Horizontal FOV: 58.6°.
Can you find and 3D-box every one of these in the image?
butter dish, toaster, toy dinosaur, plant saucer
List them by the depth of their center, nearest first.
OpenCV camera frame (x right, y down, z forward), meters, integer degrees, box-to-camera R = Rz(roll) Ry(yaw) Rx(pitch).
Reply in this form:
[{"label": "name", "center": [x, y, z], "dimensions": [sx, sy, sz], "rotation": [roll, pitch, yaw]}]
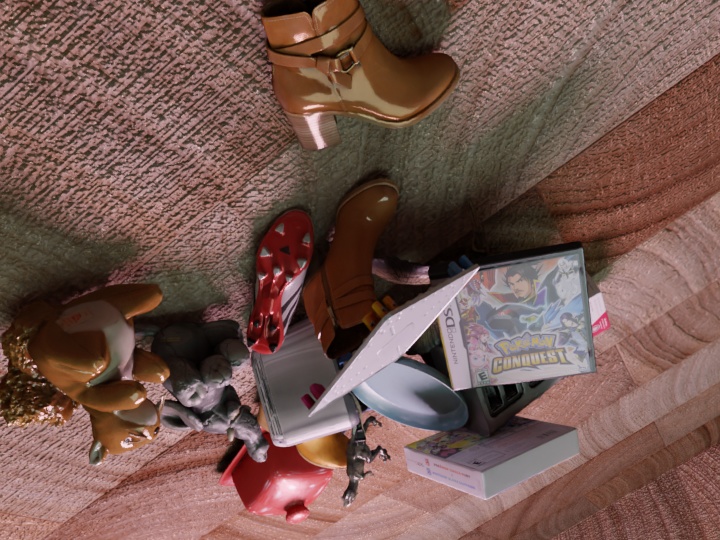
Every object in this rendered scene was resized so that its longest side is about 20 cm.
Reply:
[{"label": "toaster", "center": [-0.079, 0.168, 0.929], "dimensions": [0.126, 0.204, 0.114], "rotation": [-17, 173, -3]}, {"label": "plant saucer", "center": [0.073, 0.184, 0.981], "dimensions": [0.196, 0.028, 0.202], "rotation": [18, 146, 12]}, {"label": "toaster", "center": [0.210, 0.126, 0.997], "dimensions": [0.179, 0.118, 0.204], "rotation": [-29, 111, -22]}, {"label": "toy dinosaur", "center": [0.004, 0.282, 1.042], "dimensions": [0.047, 0.205, 0.087], "rotation": [1, -177, 45]}, {"label": "butter dish", "center": [-0.132, 0.386, 1.172], "dimensions": [0.196, 0.149, 0.201], "rotation": [11, 129, -36]}]

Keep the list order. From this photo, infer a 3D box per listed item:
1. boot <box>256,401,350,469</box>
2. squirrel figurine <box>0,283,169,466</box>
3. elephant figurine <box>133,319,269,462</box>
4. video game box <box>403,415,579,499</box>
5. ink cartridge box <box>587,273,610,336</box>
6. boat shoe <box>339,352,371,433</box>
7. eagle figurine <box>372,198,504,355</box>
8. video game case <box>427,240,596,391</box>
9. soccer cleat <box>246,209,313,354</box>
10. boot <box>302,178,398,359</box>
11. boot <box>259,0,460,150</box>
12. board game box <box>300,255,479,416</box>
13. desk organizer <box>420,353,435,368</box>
[{"label": "boot", "center": [-0.071, 0.234, 1.037], "dimensions": [0.198, 0.071, 0.146], "rotation": [26, 126, -1]}, {"label": "squirrel figurine", "center": [-0.324, 0.131, 0.762], "dimensions": [0.195, 0.143, 0.190], "rotation": [0, 123, 7]}, {"label": "elephant figurine", "center": [-0.215, 0.172, 0.883], "dimensions": [0.139, 0.156, 0.203], "rotation": [-16, 138, -22]}, {"label": "video game box", "center": [0.194, 0.270, 0.966], "dimensions": [0.196, 0.048, 0.181], "rotation": [-11, -175, -31]}, {"label": "ink cartridge box", "center": [0.336, 0.094, 1.158], "dimensions": [0.198, 0.084, 0.145], "rotation": [-33, 141, 8]}, {"label": "boat shoe", "center": [-0.019, 0.228, 1.098], "dimensions": [0.085, 0.067, 0.202], "rotation": [-56, 162, -37]}, {"label": "eagle figurine", "center": [0.103, 0.021, 0.916], "dimensions": [0.197, 0.154, 0.151], "rotation": [-27, 162, -7]}, {"label": "video game case", "center": [0.201, 0.066, 0.847], "dimensions": [0.195, 0.026, 0.184], "rotation": [-10, 112, 13]}, {"label": "soccer cleat", "center": [-0.105, 0.012, 0.839], "dimensions": [0.067, 0.085, 0.204], "rotation": [15, 108, -3]}, {"label": "boot", "center": [0.000, 0.000, 0.801], "dimensions": [0.073, 0.156, 0.201], "rotation": [18, 124, -32]}, {"label": "boot", "center": [0.003, -0.220, 0.640], "dimensions": [0.196, 0.078, 0.157], "rotation": [-17, 137, 0]}, {"label": "board game box", "center": [0.035, 0.076, 0.772], "dimensions": [0.198, 0.026, 0.201], "rotation": [-25, 157, -48]}, {"label": "desk organizer", "center": [0.145, 0.169, 1.119], "dimensions": [0.200, 0.071, 0.078], "rotation": [47, 62, -50]}]
